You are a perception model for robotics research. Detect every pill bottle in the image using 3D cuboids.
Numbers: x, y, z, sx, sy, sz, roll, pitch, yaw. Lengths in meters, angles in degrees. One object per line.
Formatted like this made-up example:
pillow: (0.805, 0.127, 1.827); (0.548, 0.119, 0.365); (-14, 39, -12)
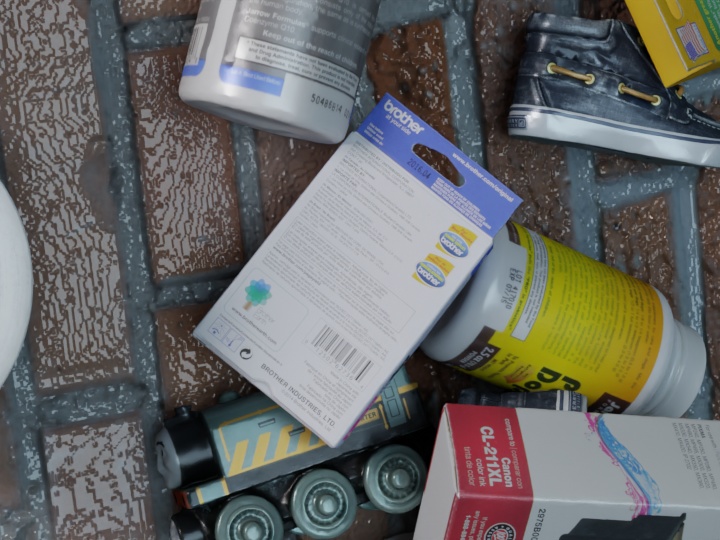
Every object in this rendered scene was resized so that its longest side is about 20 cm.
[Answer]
pill bottle: (0.143, 0.042, 0.976); (0.199, 0.109, 0.110); (23, 86, -21)
pill bottle: (-0.039, -0.192, 0.884); (0.113, 0.114, 0.202); (15, 90, -21)

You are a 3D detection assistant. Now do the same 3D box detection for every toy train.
toy train: (-0.041, 0.124, 0.932); (0.199, 0.085, 0.115); (-17, 87, -16)

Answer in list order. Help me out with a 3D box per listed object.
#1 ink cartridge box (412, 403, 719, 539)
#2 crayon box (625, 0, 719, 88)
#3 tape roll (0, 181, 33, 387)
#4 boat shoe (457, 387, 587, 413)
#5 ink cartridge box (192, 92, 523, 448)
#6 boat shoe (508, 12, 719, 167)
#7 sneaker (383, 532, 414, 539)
ink cartridge box: (0.142, 0.169, 0.886); (0.198, 0.083, 0.147); (4, 126, -7)
crayon box: (0.247, -0.210, 0.980); (0.199, 0.051, 0.127); (-23, 88, -38)
tape roll: (-0.296, 0.004, 0.789); (0.201, 0.139, 0.205); (-1, 94, -21)
boat shoe: (0.107, 0.158, 0.980); (0.090, 0.071, 0.201); (6, 129, 8)
ink cartridge box: (0.000, 0.000, 0.891); (0.119, 0.042, 0.200); (38, 90, 8)
boat shoe: (0.205, -0.128, 0.998); (0.199, 0.071, 0.092); (8, 93, -20)
sneaker: (0.008, 0.234, 0.945); (0.198, 0.099, 0.079); (-5, 97, -20)
